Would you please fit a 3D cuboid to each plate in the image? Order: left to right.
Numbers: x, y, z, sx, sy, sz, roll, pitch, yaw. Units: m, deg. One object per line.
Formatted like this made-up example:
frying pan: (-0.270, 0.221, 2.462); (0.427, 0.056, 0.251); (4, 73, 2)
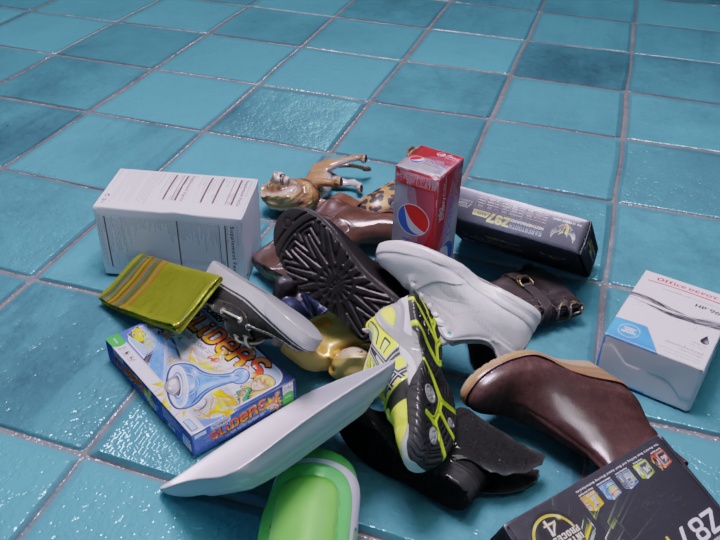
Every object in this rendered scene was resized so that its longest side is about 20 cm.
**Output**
plate: (-0.077, 0.162, 0.760); (0.200, 0.200, 0.032); (-30, 89, -36)

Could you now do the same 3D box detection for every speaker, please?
speaker: (-0.047, 0.253, 0.675); (0.088, 0.089, 0.200); (3, 35, 2)

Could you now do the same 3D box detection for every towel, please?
towel: (-0.252, 0.023, 0.969); (0.200, 0.018, 0.086); (12, 60, 47)

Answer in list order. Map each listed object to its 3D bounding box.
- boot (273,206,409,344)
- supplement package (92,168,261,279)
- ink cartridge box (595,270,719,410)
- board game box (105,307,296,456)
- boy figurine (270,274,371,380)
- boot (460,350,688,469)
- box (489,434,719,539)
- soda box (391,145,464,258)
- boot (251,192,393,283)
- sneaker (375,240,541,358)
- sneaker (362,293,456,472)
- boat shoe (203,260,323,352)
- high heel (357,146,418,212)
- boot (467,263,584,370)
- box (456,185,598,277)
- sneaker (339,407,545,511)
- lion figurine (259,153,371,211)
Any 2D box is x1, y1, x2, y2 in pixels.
boot: (-0.001, 0.002, 0.957); (0.211, 0.079, 0.158); (47, 22, 6)
supplement package: (-0.247, -0.062, 1.090); (0.200, 0.114, 0.110); (5, 36, 3)
ink cartridge box: (0.382, 0.070, 0.966); (0.116, 0.068, 0.200); (22, 39, 26)
board game box: (-0.187, 0.114, 0.909); (0.135, 0.034, 0.200); (-26, 43, -33)
boy figurine: (-0.044, 0.078, 0.944); (0.124, 0.064, 0.200); (-12, 35, -23)
boot: (0.221, 0.158, 0.815); (0.200, 0.072, 0.166); (-2, 35, -26)
box: (0.238, 0.254, 0.682); (0.200, 0.049, 0.161); (-19, 60, -26)
soda box: (0.083, -0.054, 1.016); (0.063, 0.200, 0.070); (22, 40, 25)
boot: (-0.028, -0.023, 1.093); (0.186, 0.064, 0.200); (22, 43, 28)
sneaker: (0.095, 0.039, 0.874); (0.200, 0.075, 0.089); (28, 82, 10)
sneaker: (0.045, 0.118, 0.795); (0.076, 0.075, 0.200); (-25, 40, 22)
boat shoe: (-0.122, 0.056, 0.914); (0.200, 0.064, 0.071); (29, -1, 41)
high heel: (0.047, -0.144, 1.250); (0.142, 0.071, 0.200); (3, 44, -9)
boot: (0.207, 0.057, 0.982); (0.174, 0.069, 0.200); (-8, 40, -22)
box: (0.218, -0.054, 1.075); (0.200, 0.051, 0.158); (18, -6, 22)
sneaker: (0.081, 0.178, 0.813); (0.200, 0.060, 0.104); (27, 41, 26)
lion figurine: (-0.069, -0.140, 1.261); (0.122, 0.073, 0.200); (3, 19, 23)
